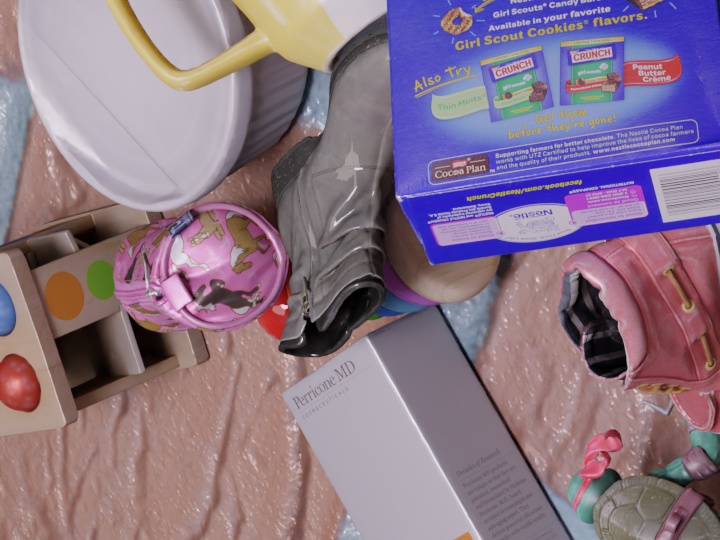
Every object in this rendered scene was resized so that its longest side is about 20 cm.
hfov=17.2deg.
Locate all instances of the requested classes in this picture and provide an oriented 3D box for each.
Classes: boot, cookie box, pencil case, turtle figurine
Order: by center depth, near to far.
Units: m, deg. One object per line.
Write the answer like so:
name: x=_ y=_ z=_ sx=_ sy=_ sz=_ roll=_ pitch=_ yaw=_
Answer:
cookie box: x=0.104 y=-0.115 z=1.209 sx=0.171 sy=0.075 sz=0.200 roll=-8 pitch=59 yaw=11
turtle figurine: x=0.191 y=0.151 z=1.369 sx=0.200 sy=0.101 sz=0.150 roll=29 pitch=125 yaw=24
boot: x=0.005 y=-0.039 z=1.370 sx=0.200 sy=0.068 sz=0.131 roll=127 pitch=146 yaw=-50
pencil case: x=-0.107 y=0.001 z=1.531 sx=0.200 sy=0.086 sz=0.083 roll=174 pitch=118 yaw=-77

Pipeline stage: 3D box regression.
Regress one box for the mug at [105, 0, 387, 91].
mug: x=-0.038 y=-0.190 z=1.392 sx=0.187 sy=0.149 sz=0.153 roll=-40 pitch=79 yaw=34

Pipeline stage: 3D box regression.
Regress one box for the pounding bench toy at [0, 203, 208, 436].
pounding bench toy: x=-0.243 y=0.042 z=1.682 sx=0.200 sy=0.156 sz=0.124 roll=-11 pitch=100 yaw=45

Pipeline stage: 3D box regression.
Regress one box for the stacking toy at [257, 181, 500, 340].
stacking toy: x=0.000 y=0.000 z=1.503 sx=0.200 sy=0.085 sz=0.085 roll=-24 pitch=90 yaw=53

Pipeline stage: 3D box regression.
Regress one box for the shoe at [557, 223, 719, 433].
shoe: x=0.157 y=0.037 z=1.263 sx=0.071 sy=0.091 sz=0.200 roll=41 pitch=159 yaw=36

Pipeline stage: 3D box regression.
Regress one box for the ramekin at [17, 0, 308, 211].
ramekin: x=-0.122 y=-0.145 z=1.534 sx=0.202 sy=0.094 sz=0.203 roll=18 pitch=119 yaw=37

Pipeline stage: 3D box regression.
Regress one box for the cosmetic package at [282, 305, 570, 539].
cosmetic package: x=0.046 y=0.135 z=1.511 sx=0.101 sy=0.071 sz=0.200 roll=-37 pitch=81 yaw=45
